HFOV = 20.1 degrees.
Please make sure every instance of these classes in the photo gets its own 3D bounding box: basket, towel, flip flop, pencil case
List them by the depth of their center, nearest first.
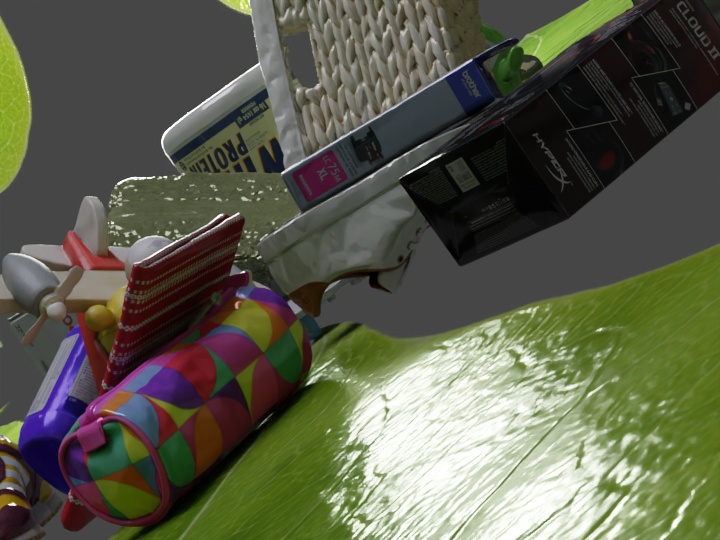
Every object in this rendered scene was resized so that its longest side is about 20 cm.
[{"bbox_3d":[-0.108,0.080,1.284,0.088,0.089,0.200,-32,8,35],"label":"pencil case"},{"bbox_3d":[-0.139,0.066,1.345,0.145,0.022,0.201,-36,-33,-62],"label":"towel"},{"bbox_3d":[0.020,-0.166,1.710,0.160,0.199,0.200,-15,-14,13],"label":"basket"},{"bbox_3d":[-0.125,-0.035,1.728,0.199,0.037,0.149,-1,32,7],"label":"towel"},{"bbox_3d":[0.168,-0.230,2.473,0.081,0.058,0.200,-32,19,-16],"label":"flip flop"}]

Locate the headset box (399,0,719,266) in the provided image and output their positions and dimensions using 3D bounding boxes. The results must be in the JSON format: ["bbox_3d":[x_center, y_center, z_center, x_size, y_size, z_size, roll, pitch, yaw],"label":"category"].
[{"bbox_3d":[0.143,-0.100,1.320,0.200,0.075,0.149,-39,6,-28],"label":"headset box"}]

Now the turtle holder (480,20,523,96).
[{"bbox_3d":[0.082,-0.151,1.969,0.140,0.187,0.132,-4,1,-9],"label":"turtle holder"}]

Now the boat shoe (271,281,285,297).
[{"bbox_3d":[-0.096,0.017,1.855,0.200,0.071,0.064,-37,6,6],"label":"boat shoe"}]

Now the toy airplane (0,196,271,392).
[{"bbox_3d":[-0.172,0.018,1.510,0.141,0.199,0.200,-55,2,39],"label":"toy airplane"}]

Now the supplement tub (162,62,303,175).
[{"bbox_3d":[-0.079,-0.085,1.932,0.145,0.200,0.145,-35,5,4],"label":"supplement tub"}]

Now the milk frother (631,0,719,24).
[{"bbox_3d":[0.320,-0.262,1.452,0.199,0.182,0.188,11,-20,-28],"label":"milk frother"}]

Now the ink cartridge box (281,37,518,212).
[{"bbox_3d":[0.040,-0.110,1.528,0.199,0.042,0.119,-33,0,8],"label":"ink cartridge box"}]

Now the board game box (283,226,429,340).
[{"bbox_3d":[0.000,0.000,1.632,0.200,0.026,0.200,-37,5,-7],"label":"board game box"}]

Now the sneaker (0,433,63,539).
[{"bbox_3d":[-0.289,0.178,1.563,0.075,0.090,0.200,-36,5,1],"label":"sneaker"}]

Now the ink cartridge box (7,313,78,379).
[{"bbox_3d":[-0.207,0.044,1.925,0.200,0.145,0.084,-38,7,-26],"label":"ink cartridge box"}]

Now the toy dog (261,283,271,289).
[{"bbox_3d":[-0.139,0.049,1.739,0.200,0.132,0.096,-46,48,-14],"label":"toy dog"}]

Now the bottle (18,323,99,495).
[{"bbox_3d":[-0.200,0.080,1.598,0.065,0.084,0.201,-22,34,36],"label":"bottle"}]

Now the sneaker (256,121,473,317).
[{"bbox_3d":[0.029,-0.034,1.469,0.199,0.085,0.073,-31,-3,-3],"label":"sneaker"}]
